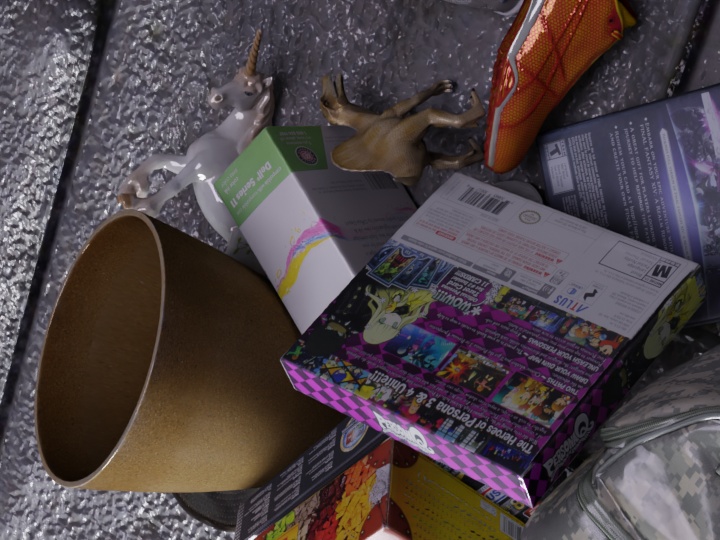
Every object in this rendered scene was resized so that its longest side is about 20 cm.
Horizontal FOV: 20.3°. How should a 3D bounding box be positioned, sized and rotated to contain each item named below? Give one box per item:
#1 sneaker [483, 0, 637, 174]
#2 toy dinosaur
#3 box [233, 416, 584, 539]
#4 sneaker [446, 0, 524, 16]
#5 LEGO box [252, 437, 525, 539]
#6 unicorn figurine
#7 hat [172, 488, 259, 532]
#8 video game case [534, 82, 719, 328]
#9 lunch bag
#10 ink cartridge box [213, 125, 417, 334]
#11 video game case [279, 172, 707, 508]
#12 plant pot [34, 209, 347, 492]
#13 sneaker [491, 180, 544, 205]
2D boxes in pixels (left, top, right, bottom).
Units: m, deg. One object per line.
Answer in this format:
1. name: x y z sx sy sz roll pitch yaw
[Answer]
1. sneaker: 0.130 -0.145 1.275 0.077 0.073 0.201 20 115 -5
2. toy dinosaur: 0.032 -0.082 1.333 0.200 0.100 0.059 -128 24 -61
3. box: 0.036 0.161 1.335 0.200 0.160 0.044 -41 28 33
4. sneaker: 0.033 -0.232 1.340 0.199 0.082 0.075 30 112 33
5. LEGO box: 0.042 0.216 1.303 0.149 0.199 0.078 -39 29 33
6. unicorn figurine: -0.104 -0.058 1.466 0.201 0.136 0.074 68 170 -15
7. hat: -0.124 0.099 1.500 0.199 0.081 0.203 4 97 37
8. video game case: 0.206 -0.038 1.261 0.199 0.019 0.144 -13 86 38
9. lunch bag: 0.208 0.121 1.160 0.139 0.200 0.168 47 120 9
10. ink cartridge box: 0.000 0.000 1.367 0.067 0.117 0.201 -43 68 31
11. video game case: 0.079 0.035 1.223 0.199 0.181 0.036 23 149 39
12. plant pot: -0.095 0.074 1.378 0.186 0.199 0.188 -31 51 48
13. sneaker: 0.103 0.036 1.308 0.076 0.082 0.201 -15 54 14
